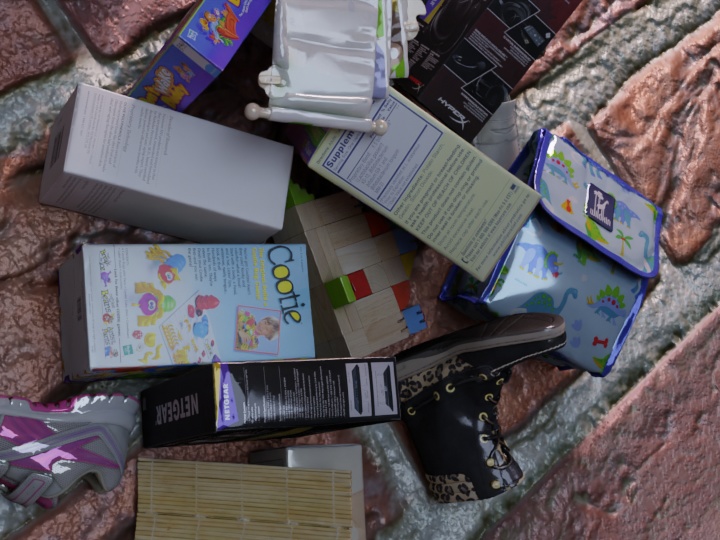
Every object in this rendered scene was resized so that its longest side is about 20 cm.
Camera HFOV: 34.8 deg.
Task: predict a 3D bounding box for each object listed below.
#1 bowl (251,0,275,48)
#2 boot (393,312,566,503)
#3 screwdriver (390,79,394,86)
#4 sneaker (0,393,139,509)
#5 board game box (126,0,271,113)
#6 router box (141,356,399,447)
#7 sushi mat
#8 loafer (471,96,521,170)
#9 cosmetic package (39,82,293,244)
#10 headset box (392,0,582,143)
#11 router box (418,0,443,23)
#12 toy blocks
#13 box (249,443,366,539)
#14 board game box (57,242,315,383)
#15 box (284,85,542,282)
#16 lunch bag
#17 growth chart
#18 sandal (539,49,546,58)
[{"bbox_3d":[-0.057,-0.267,1.101,0.199,0.201,0.108,30,109,-18],"label":"bowl"},{"bbox_3d":[0.121,0.131,1.086,0.073,0.198,0.152,-28,99,-64],"label":"boot"},{"bbox_3d":[0.011,-0.200,1.103,0.029,0.200,0.028,-5,113,-1],"label":"screwdriver"},{"bbox_3d":[-0.273,0.149,0.930,0.198,0.081,0.089,1,77,-26],"label":"sneaker"},{"bbox_3d":[-0.138,-0.203,1.007,0.045,0.200,0.135,37,65,-15],"label":"board game box"},{"bbox_3d":[-0.081,0.112,0.959,0.155,0.200,0.053,0,79,-27],"label":"router box"},{"bbox_3d":[-0.101,0.212,0.971,0.197,0.012,0.097,1,79,15],"label":"sushi mat"},{"bbox_3d":[0.132,-0.158,1.208,0.069,0.070,0.202,-19,88,-29],"label":"loafer"},{"bbox_3d":[-0.171,-0.084,1.018,0.198,0.107,0.086,14,72,-25],"label":"cosmetic package"},{"bbox_3d":[0.118,-0.240,1.102,0.077,0.149,0.201,36,98,-26],"label":"headset box"},{"bbox_3d":[-0.007,-0.320,1.066,0.156,0.201,0.052,27,111,-27],"label":"router box"},{"bbox_3d":[0.000,0.000,1.105,0.136,0.100,0.202,-20,89,-40],"label":"toy blocks"},{"bbox_3d":[-0.046,0.258,1.016,0.077,0.095,0.203,3,79,-27],"label":"box"},{"bbox_3d":[-0.153,0.037,1.002,0.198,0.103,0.106,0,79,-27],"label":"board game box"},{"bbox_3d":[0.043,-0.100,1.079,0.199,0.176,0.097,33,97,-18],"label":"box"},{"bbox_3d":[0.205,-0.018,1.169,0.169,0.127,0.202,31,79,-19],"label":"lunch bag"},{"bbox_3d":[-0.013,-0.209,0.944,0.143,0.018,0.203,10,85,-23],"label":"growth chart"},{"bbox_3d":[0.120,-0.284,1.224,0.198,0.080,0.055,22,81,-28],"label":"sandal"}]
